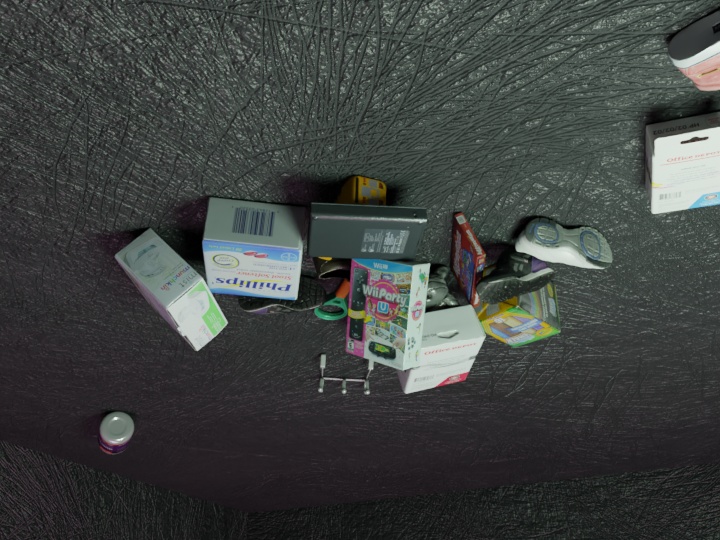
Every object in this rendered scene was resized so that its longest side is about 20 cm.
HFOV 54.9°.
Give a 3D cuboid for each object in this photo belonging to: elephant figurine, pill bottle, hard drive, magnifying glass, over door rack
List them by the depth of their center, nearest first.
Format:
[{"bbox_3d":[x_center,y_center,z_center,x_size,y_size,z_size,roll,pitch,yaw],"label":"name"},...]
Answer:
[{"bbox_3d":[0.006,-0.065,1.223,0.199,0.033,0.140,2,150,-6],"label":"hard drive"},{"bbox_3d":[0.145,0.055,1.446,0.141,0.155,0.200,41,144,2],"label":"elephant figurine"},{"bbox_3d":[-0.052,0.066,1.590,0.079,0.022,0.200,11,148,-15],"label":"magnifying glass"},{"bbox_3d":[-0.044,0.304,1.951,0.147,0.067,0.200,3,150,-3],"label":"over door rack"},{"bbox_3d":[-0.852,0.570,2.411,0.112,0.113,0.200,12,148,-17],"label":"pill bottle"}]

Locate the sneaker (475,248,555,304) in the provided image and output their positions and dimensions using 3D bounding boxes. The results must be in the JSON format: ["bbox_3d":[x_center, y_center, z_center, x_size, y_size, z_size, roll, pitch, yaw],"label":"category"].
[{"bbox_3d":[0.281,0.004,1.343,0.199,0.088,0.076,-9,146,-39],"label":"sneaker"}]

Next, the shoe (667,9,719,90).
[{"bbox_3d":[0.508,-0.301,0.885,0.091,0.072,0.200,25,148,-36],"label":"shoe"}]

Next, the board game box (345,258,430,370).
[{"bbox_3d":[0.049,0.073,1.332,0.147,0.201,0.064,13,-167,37],"label":"board game box"}]

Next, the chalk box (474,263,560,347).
[{"bbox_3d":[0.341,0.079,1.484,0.200,0.125,0.124,29,140,-36],"label":"chalk box"}]

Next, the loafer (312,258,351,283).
[{"bbox_3d":[0.000,0.000,1.423,0.199,0.072,0.073,2,150,0],"label":"loafer"}]

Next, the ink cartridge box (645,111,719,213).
[{"bbox_3d":[0.513,-0.178,1.090,0.115,0.068,0.200,-8,149,17],"label":"ink cartridge box"}]

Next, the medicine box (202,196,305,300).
[{"bbox_3d":[-0.204,-0.038,1.343,0.181,0.103,0.200,5,149,-5],"label":"medicine box"}]

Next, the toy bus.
[{"bbox_3d":[-0.023,-0.090,1.279,0.078,0.065,0.200,9,148,-16],"label":"toy bus"}]

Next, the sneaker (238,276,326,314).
[{"bbox_3d":[-0.163,0.061,1.544,0.199,0.076,0.088,-2,163,17],"label":"sneaker"}]

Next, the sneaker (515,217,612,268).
[{"bbox_3d":[0.392,-0.047,1.338,0.199,0.075,0.087,17,159,-12],"label":"sneaker"}]

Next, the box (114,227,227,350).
[{"bbox_3d":[-0.381,0.044,1.410,0.176,0.097,0.200,38,159,24],"label":"box"}]

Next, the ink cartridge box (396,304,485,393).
[{"bbox_3d":[0.160,0.165,1.443,0.145,0.084,0.200,-10,146,-13],"label":"ink cartridge box"}]

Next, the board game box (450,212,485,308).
[{"bbox_3d":[0.208,-0.016,1.354,0.019,0.103,0.200,-19,149,-6],"label":"board game box"}]
